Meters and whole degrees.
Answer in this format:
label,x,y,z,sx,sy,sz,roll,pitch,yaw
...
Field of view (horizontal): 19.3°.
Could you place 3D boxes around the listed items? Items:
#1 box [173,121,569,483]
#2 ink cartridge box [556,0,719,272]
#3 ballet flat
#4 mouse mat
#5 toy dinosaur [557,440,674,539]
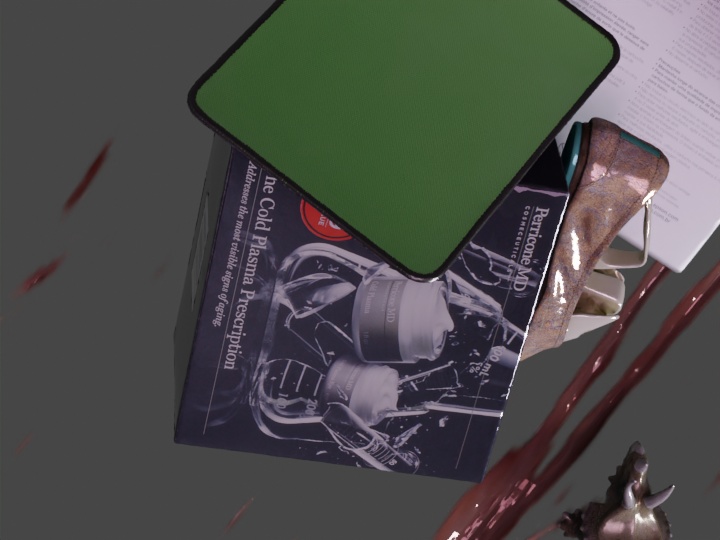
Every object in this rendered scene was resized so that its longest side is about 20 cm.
label,x,y,z,sx,sy,sz,roll,pitch,yaw
box,0.000,0.000,1.172,0.181,0.104,0.201,7,123,-10
ink cartridge box,0.164,-0.126,1.203,0.199,0.041,0.200,31,107,-22
ballet flat,0.125,-0.004,1.205,0.067,0.068,0.200,13,141,-6
mouse mat,0.026,-0.102,1.103,0.161,0.200,0.008,37,149,7
toy dinosaur,0.182,0.189,1.324,0.077,0.102,0.201,-30,116,4
